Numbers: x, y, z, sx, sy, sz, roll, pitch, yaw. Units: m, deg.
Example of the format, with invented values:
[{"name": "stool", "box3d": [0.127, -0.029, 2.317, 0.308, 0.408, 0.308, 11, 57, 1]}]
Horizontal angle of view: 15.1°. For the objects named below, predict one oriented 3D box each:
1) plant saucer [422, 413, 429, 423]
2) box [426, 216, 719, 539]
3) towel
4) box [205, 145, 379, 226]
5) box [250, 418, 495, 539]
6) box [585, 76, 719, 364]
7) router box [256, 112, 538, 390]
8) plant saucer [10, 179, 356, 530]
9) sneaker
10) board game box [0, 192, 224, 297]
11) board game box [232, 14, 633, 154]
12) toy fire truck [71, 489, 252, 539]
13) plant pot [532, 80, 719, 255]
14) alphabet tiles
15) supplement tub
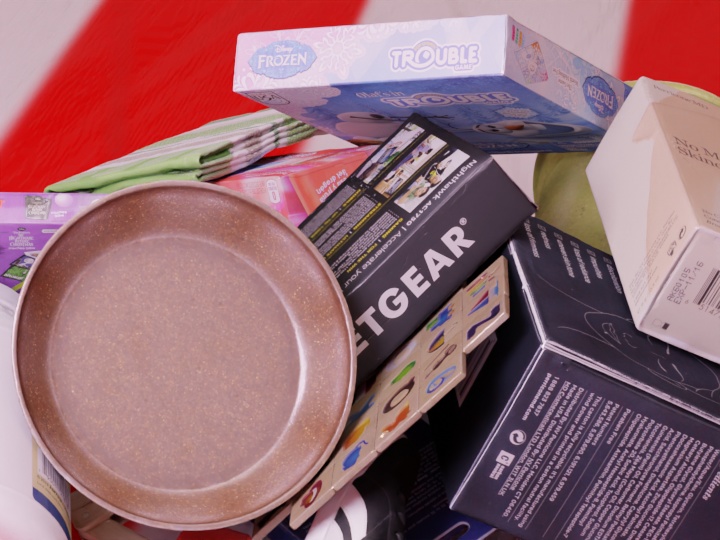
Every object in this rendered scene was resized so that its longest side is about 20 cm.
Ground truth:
[{"name": "plant saucer", "box3d": [0.001, 0.082, 1.798, 0.199, 0.039, 0.201, 0, 26, 0]}, {"name": "box", "box3d": [0.151, 0.084, 1.616, 0.196, 0.124, 0.200, 23, 20, -15]}, {"name": "towel", "box3d": [-0.110, -0.080, 1.916, 0.149, 0.031, 0.200, -11, 10, 36]}, {"name": "box", "box3d": [-0.061, -0.023, 1.876, 0.094, 0.103, 0.200, -18, 10, -33]}, {"name": "box", "box3d": [-0.003, 0.130, 1.647, 0.121, 0.033, 0.200, -31, 44, -24]}, {"name": "box", "box3d": [0.206, -0.029, 1.651, 0.094, 0.078, 0.200, 20, 26, -17]}, {"name": "router box", "box3d": [0.000, 0.000, 1.658, 0.200, 0.051, 0.149, -44, 22, -3]}, {"name": "plant saucer", "box3d": [-0.102, 0.050, 1.542, 0.199, 0.202, 0.037, -7, -12, -17]}, {"name": "sneaker", "box3d": [0.017, 0.183, 1.516, 0.111, 0.073, 0.200, 19, 50, 17]}, {"name": "board game box", "box3d": [-0.183, 0.001, 1.615, 0.198, 0.120, 0.032, 1, 55, -7]}, {"name": "board game box", "box3d": [0.054, -0.115, 1.758, 0.199, 0.044, 0.199, -1, -12, 32]}, {"name": "toy fire truck", "box3d": [-0.132, 0.122, 1.630, 0.199, 0.049, 0.142, 10, 55, 25]}, {"name": "plant pot", "box3d": [0.184, 0.005, 1.826, 0.199, 0.201, 0.184, 10, 38, 19]}, {"name": "alphabet tiles", "box3d": [0.012, 0.073, 1.569, 0.006, 0.200, 0.167, 44, 14, -12]}, {"name": "supplement tub", "box3d": [-0.237, 0.111, 1.551, 0.143, 0.145, 0.201, -1, 40, -6]}]
